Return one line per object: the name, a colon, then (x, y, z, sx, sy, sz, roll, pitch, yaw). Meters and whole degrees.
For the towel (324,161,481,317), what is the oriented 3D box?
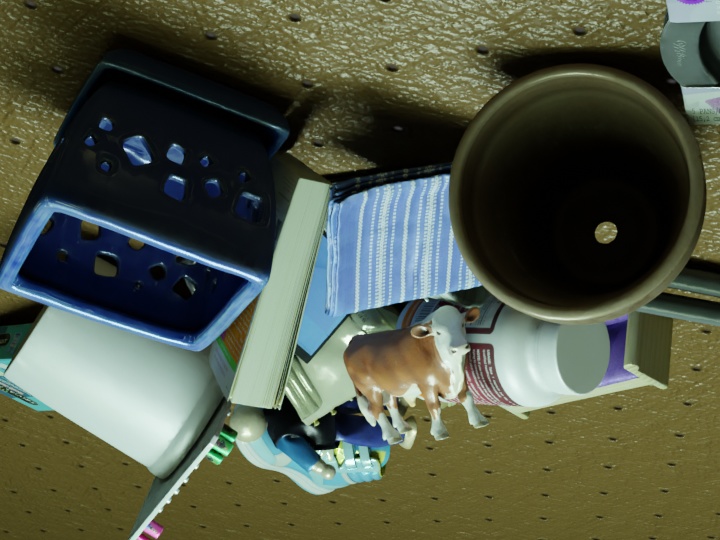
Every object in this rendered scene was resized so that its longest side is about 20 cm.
towel: (0.065, -0.030, 1.405, 0.199, 0.024, 0.145, -11, 132, -16)

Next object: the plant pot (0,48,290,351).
plant pot: (-0.178, -0.065, 1.402, 0.200, 0.180, 0.200, 20, 152, -16)

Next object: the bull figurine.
bull figurine: (0.057, 0.097, 1.551, 0.065, 0.122, 0.200, -18, -176, -34)

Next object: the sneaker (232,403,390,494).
sneaker: (-0.043, 0.183, 1.821, 0.130, 0.080, 0.200, -15, 150, 29)

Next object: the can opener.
can opener: (0.267, 0.013, 1.548, 0.199, 0.053, 0.067, 11, -174, 0)

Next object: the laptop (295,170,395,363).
laptop: (0.000, 0.000, 1.547, 0.200, 0.104, 0.177, -5, 150, 29)

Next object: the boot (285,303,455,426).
boot: (0.004, 0.113, 1.721, 0.155, 0.072, 0.200, -35, 136, 3)

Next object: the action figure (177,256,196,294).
action figure: (-0.111, 0.015, 1.611, 0.119, 0.102, 0.200, -40, 148, -1)

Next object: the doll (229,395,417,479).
doll: (-0.041, 0.162, 1.757, 0.199, 0.137, 0.048, 1, 149, -18)

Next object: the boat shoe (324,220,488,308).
boat shoe: (0.045, -0.021, 1.482, 0.065, 0.075, 0.202, -2, 161, 43)

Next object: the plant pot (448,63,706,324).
plant pot: (0.186, -0.045, 1.321, 0.200, 0.201, 0.175, 1, 169, 19)

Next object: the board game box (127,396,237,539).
board game box: (-0.164, 0.172, 1.730, 0.026, 0.200, 0.200, 32, 127, -10)

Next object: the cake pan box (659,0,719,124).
cake pan box: (0.312, -0.171, 1.151, 0.199, 0.052, 0.184, 3, 150, 18)

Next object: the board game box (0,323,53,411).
board game box: (-0.384, 0.117, 1.960, 0.151, 0.047, 0.200, 33, 155, -36)

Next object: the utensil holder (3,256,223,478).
utensil holder: (-0.248, 0.095, 1.720, 0.200, 0.170, 0.170, 32, 149, -11)

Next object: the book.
book: (-0.084, 0.003, 1.431, 0.048, 0.201, 0.134, 11, -168, -21)

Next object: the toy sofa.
toy sofa: (0.207, 0.082, 1.652, 0.097, 0.083, 0.200, 30, 148, -35)

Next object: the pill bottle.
pill bottle: (0.137, 0.075, 1.597, 0.200, 0.113, 0.113, 0, 154, 45)
